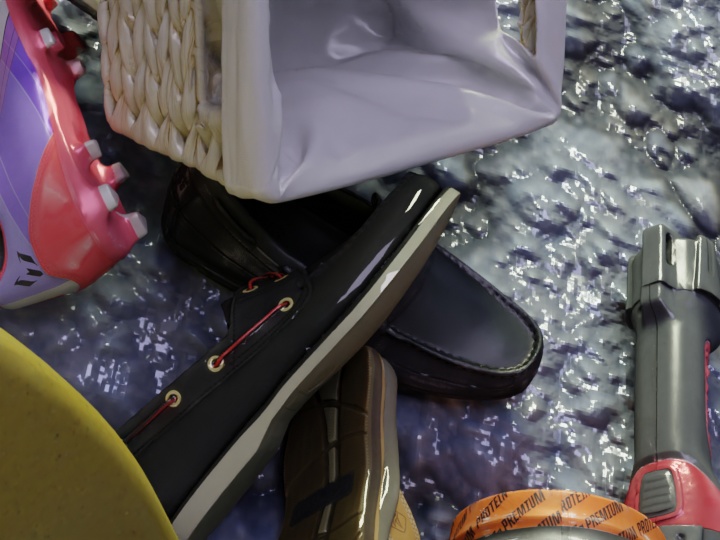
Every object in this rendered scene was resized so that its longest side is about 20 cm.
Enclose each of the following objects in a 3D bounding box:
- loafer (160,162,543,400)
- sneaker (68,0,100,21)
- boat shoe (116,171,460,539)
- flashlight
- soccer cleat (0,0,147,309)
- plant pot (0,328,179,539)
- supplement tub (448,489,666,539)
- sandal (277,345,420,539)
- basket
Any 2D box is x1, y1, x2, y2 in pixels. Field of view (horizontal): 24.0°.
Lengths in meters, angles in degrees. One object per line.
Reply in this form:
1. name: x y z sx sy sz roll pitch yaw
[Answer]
1. loafer: 0.000 0.000 0.803 0.199 0.071 0.069 27 54 -4
2. sneaker: -0.085 -0.152 0.829 0.199 0.080 0.077 7 25 -42
3. boat shoe: -0.035 0.029 0.736 0.063 0.074 0.202 40 82 11
4. flashlight: 0.158 0.079 0.825 0.067 0.068 0.202 14 51 -7
5. soccer cleat: -0.163 -0.073 0.794 0.076 0.067 0.201 -29 59 5
6. plant pot: -0.185 0.082 0.553 0.193 0.201 0.195 31 56 29
7. supplement tub: 0.073 0.199 0.676 0.121 0.123 0.202 16 56 -11
8. sandal: -0.004 0.125 0.732 0.054 0.080 0.202 35 45 -27
9. basket: -0.012 -0.124 0.767 0.199 0.137 0.123 -17 25 -41
